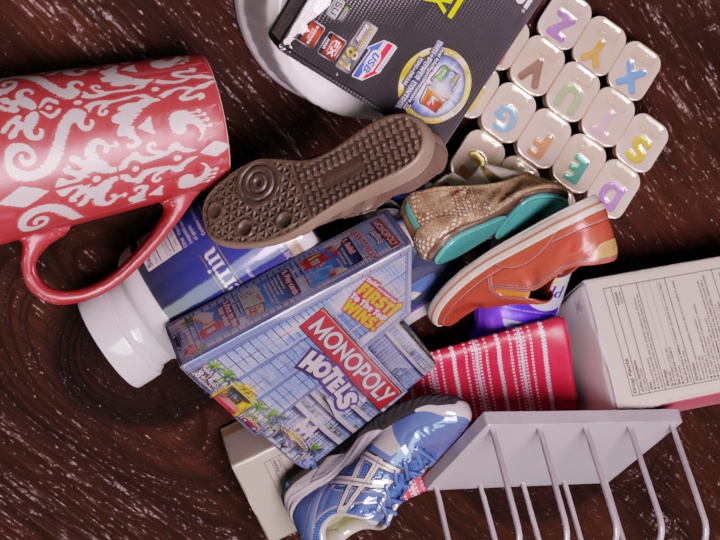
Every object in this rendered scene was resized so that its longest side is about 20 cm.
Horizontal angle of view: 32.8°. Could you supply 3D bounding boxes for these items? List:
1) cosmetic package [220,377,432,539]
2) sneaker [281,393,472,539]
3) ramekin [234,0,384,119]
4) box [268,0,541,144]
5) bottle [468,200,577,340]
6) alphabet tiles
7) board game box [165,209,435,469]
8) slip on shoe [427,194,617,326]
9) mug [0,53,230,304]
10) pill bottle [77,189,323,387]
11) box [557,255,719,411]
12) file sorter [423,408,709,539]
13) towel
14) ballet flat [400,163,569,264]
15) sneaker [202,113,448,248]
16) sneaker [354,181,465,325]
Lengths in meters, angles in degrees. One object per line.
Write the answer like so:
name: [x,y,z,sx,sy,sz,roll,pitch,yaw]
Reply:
cosmetic package: [-0.022,0.162,1.167,0.199,0.071,0.106,-24,118,-5]
sneaker: [0.022,0.182,1.075,0.200,0.077,0.076,-40,138,19]
ramekin: [0.003,-0.220,0.990,0.199,0.098,0.202,-7,115,-14]
box: [0.050,-0.216,0.925,0.160,0.044,0.200,29,102,-25]
bottle: [0.148,0.023,1.159,0.083,0.065,0.201,9,110,-21]
alphabet tiles: [0.174,-0.138,1.085,0.199,0.015,0.196,34,88,-11]
board game box: [-0.020,0.057,1.011,0.200,0.062,0.200,-38,128,5]
slip on shoe: [0.134,0.006,1.045,0.200,0.074,0.061,-32,83,37]
mug: [-0.211,-0.083,0.977,0.199,0.134,0.178,-14,123,-15]
pill bottle: [-0.133,0.005,1.040,0.199,0.116,0.116,-34,118,1]
box: [0.302,0.067,1.173,0.199,0.109,0.129,-9,75,-12]
file sorter: [0.182,0.208,1.085,0.199,0.125,0.139,2,146,-22]
towel: [0.108,0.130,1.139,0.199,0.022,0.145,-16,116,-10]
ballet flat: [0.103,-0.058,1.008,0.200,0.065,0.071,-15,153,-52]
sneaker: [-0.024,-0.058,0.952,0.199,0.071,0.075,-18,161,20]
sneaker: [0.000,0.000,1.078,0.199,0.081,0.147,-33,138,-10]
